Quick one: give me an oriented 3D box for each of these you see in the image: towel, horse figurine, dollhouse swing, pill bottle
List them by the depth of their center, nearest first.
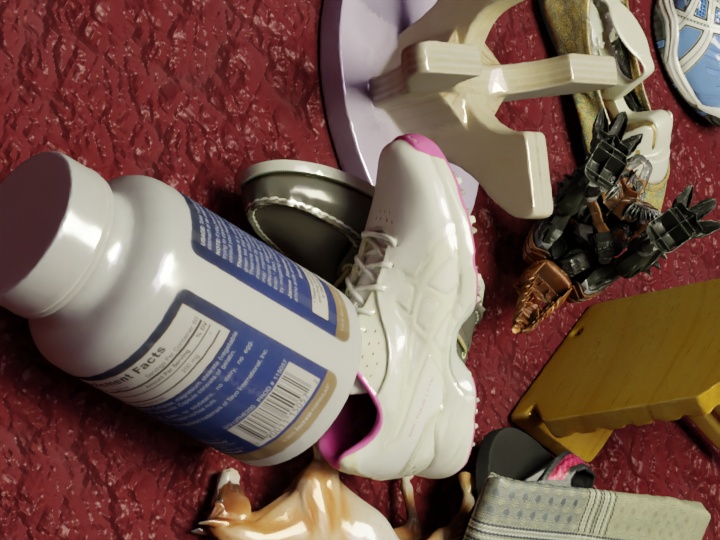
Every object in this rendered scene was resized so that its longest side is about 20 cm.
[{"bbox_3d":[-0.103,0.018,1.121,0.200,0.111,0.111,32,59,-37],"label":"pill bottle"},{"bbox_3d":[0.002,0.146,1.245,0.200,0.050,0.133,42,47,-28],"label":"horse figurine"},{"bbox_3d":[0.118,0.221,1.309,0.200,0.035,0.193,13,96,-39],"label":"towel"},{"bbox_3d":[0.247,0.103,1.399,0.182,0.200,0.176,-49,116,-41],"label":"dollhouse swing"}]

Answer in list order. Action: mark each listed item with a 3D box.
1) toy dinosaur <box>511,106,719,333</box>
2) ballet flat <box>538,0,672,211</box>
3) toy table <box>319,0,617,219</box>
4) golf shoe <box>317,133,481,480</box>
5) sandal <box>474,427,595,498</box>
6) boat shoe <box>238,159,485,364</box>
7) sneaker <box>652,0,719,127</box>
[{"bbox_3d":[0.153,-0.018,1.379,0.102,0.136,0.200,29,47,-17],"label":"toy dinosaur"},{"bbox_3d":[0.182,-0.119,1.484,0.071,0.071,0.200,-26,99,-46],"label":"ballet flat"},{"bbox_3d":[0.059,-0.119,1.321,0.184,0.117,0.200,-18,94,-46],"label":"toy table"},{"bbox_3d":[0.017,0.024,1.197,0.091,0.075,0.200,-7,99,-29],"label":"golf shoe"},{"bbox_3d":[0.136,0.150,1.363,0.200,0.045,0.075,32,53,-47],"label":"sandal"},{"bbox_3d":[0.002,-0.001,1.264,0.202,0.072,0.060,34,53,-40],"label":"boat shoe"},{"bbox_3d":[0.263,-0.204,1.580,0.076,0.077,0.200,-16,94,-48],"label":"sneaker"}]
